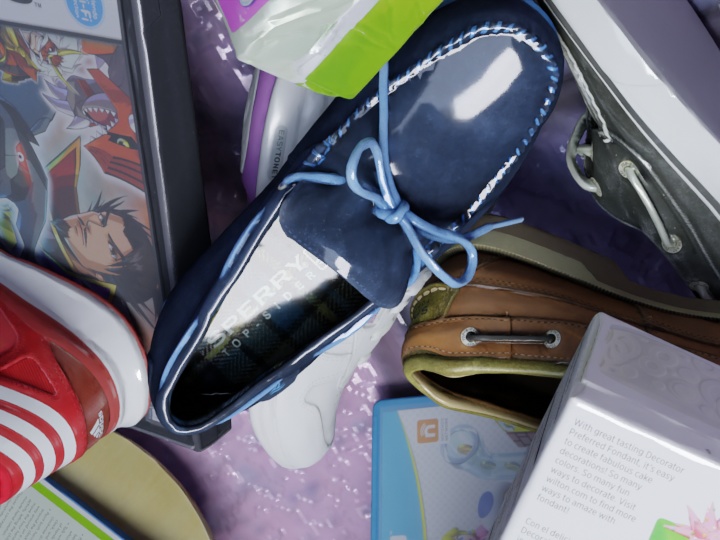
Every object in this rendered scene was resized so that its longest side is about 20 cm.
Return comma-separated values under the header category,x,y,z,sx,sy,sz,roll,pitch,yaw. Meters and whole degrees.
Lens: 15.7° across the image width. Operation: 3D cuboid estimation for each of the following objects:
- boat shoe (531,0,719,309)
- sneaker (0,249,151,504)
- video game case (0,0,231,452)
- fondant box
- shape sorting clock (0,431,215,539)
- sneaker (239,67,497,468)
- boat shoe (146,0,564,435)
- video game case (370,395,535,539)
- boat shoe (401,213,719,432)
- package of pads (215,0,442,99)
category,x,y,z,sx,sy,sz,roll,pitch,yaw
boat shoe,0.109,-0.042,0.941,0.063,0.071,0.200,-30,108,28
sneaker,-0.187,0.028,0.993,0.199,0.115,0.079,19,128,31
video game case,-0.135,-0.042,1.006,0.180,0.025,0.201,16,124,34
fondant box,0.107,0.132,0.909,0.143,0.058,0.201,24,125,2
shape sorting clock,-0.144,0.160,1.100,0.199,0.039,0.202,-6,75,23
sneaker,0.000,0.000,0.996,0.099,0.075,0.201,4,128,-3
boat shoe,0.002,-0.009,0.912,0.084,0.069,0.200,33,114,-12
video game case,0.098,0.111,1.004,0.199,0.144,0.018,-7,160,21
boat shoe,0.111,0.048,0.939,0.199,0.068,0.072,17,145,10
package of pads,0.011,-0.179,0.850,0.068,0.155,0.200,12,135,-42
